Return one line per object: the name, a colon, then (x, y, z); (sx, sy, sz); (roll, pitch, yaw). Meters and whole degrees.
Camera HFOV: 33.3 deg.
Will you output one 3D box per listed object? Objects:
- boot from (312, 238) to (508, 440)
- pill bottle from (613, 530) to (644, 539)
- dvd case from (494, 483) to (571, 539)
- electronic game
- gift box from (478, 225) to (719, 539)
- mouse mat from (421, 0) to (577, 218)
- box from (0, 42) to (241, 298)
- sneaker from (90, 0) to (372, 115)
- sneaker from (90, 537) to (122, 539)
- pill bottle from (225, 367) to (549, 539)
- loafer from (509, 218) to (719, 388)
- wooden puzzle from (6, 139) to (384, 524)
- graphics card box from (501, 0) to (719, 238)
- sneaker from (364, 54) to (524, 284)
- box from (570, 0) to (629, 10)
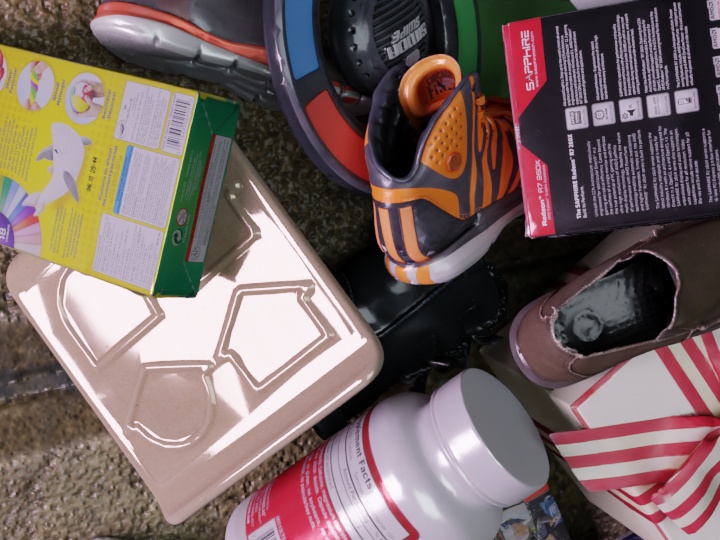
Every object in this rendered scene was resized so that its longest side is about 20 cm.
boot: (0.000, 0.000, 0.803); (0.162, 0.073, 0.199); (-33, 106, -12)
pill bottle: (0.207, 0.247, 0.869); (0.199, 0.111, 0.112); (-18, 105, -36)
dvd case: (0.092, 0.226, 0.896); (0.145, 0.022, 0.201); (-29, 105, -11)
electronic game: (0.013, -0.145, 0.733); (0.199, 0.041, 0.201); (-2, 92, -51)
gift box: (0.200, 0.076, 0.818); (0.185, 0.187, 0.200); (-45, 110, -6)
mouse mat: (0.133, -0.114, 0.833); (0.199, 0.008, 0.162); (-1, 80, -16)
box: (-0.172, -0.064, 0.704); (0.048, 0.199, 0.118); (4, 102, -63)
sneaker: (-0.064, -0.154, 0.758); (0.199, 0.077, 0.082); (15, 79, -26)
sneaker: (-0.104, 0.233, 0.808); (0.199, 0.077, 0.073); (14, 93, -21)
pill bottle: (0.017, 0.150, 0.771); (0.200, 0.112, 0.112); (-38, 111, 24)
loafer: (0.184, 0.011, 0.700); (0.199, 0.071, 0.073); (-30, 85, -5)
wooden puzzle: (-0.101, 0.024, 0.730); (0.185, 0.046, 0.201); (-38, 82, 22)
graphics card box: (0.185, -0.090, 0.662); (0.199, 0.051, 0.126); (-8, 88, 23)
sneaker: (0.074, -0.088, 0.728); (0.200, 0.077, 0.113); (-47, 134, -39)
box: (0.198, -0.239, 0.744); (0.097, 0.124, 0.200); (45, 41, -19)
